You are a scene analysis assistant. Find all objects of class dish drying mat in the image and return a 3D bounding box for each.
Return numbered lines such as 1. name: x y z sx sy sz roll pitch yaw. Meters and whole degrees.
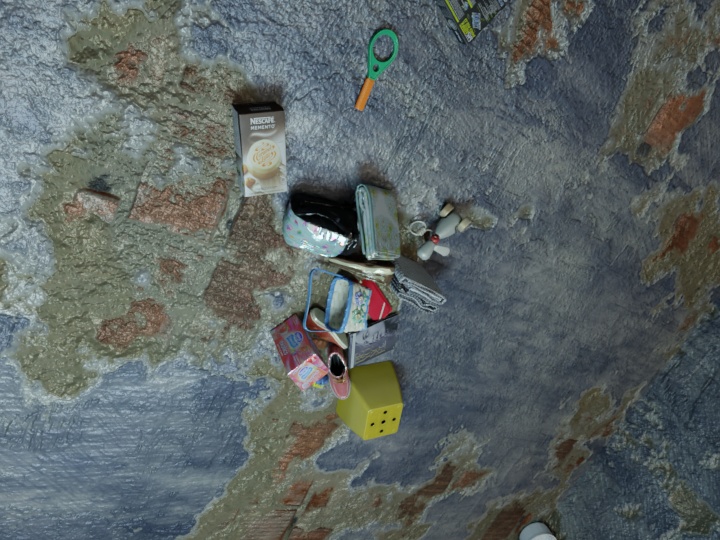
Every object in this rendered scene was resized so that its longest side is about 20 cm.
1. dish drying mat: 0.034 0.088 1.744 0.076 0.018 0.201 -36 129 -2

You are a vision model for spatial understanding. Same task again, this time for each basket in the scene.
1. basket: -0.070 0.095 1.603 0.195 0.138 0.182 9 87 -26

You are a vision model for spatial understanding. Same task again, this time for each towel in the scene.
1. towel: 0.051 -0.129 1.505 0.170 0.047 0.206 2 83 -60
2. towel: 0.153 0.040 1.684 0.197 0.167 0.086 24 114 -36

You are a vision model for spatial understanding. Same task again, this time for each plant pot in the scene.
1. plant pot: 0.043 0.461 1.881 0.195 0.177 0.204 -5 122 -24

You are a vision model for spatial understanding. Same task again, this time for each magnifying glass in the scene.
1. magnifying glass: 0.034 -0.505 1.373 0.078 0.022 0.204 12 112 -33

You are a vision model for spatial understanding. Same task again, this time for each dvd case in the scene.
1. dvd case: 0.042 0.235 1.813 0.196 0.016 0.152 -19 130 -30

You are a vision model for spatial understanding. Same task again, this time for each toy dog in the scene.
1. toy dog: 0.247 -0.115 1.683 0.196 0.134 0.096 -26 167 -5

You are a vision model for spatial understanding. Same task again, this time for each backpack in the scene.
1. backpack: -0.109 -0.120 1.450 0.195 0.169 0.128 15 122 -17

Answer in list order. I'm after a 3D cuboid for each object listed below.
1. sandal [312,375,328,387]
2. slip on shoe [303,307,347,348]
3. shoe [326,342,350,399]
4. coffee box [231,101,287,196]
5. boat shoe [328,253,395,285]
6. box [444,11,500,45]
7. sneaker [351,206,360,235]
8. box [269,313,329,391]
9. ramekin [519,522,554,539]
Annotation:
1. sandal: -0.157 0.307 1.743 0.087 0.080 0.200 -44 135 0
2. slip on shoe: -0.106 0.187 1.708 0.060 0.075 0.200 -29 133 22
3. shoe: -0.073 0.339 1.760 0.069 0.091 0.205 -9 105 -1
4. coffee box: -0.243 -0.294 1.320 0.112 0.080 0.204 -12 124 -21
5. boat shoe: -0.001 0.002 1.589 0.197 0.075 0.077 13 112 8
6. box: 0.269 -0.700 1.356 0.160 0.044 0.200 -44 129 5
7. sneaker: 0.037 -0.102 1.578 0.079 0.096 0.201 -38 128 3
8. box: -0.182 0.239 1.609 0.101 0.201 0.095 -33 130 -2
9. ramekin: 0.995 1.524 3.068 0.195 0.098 0.206 -5 115 -10
